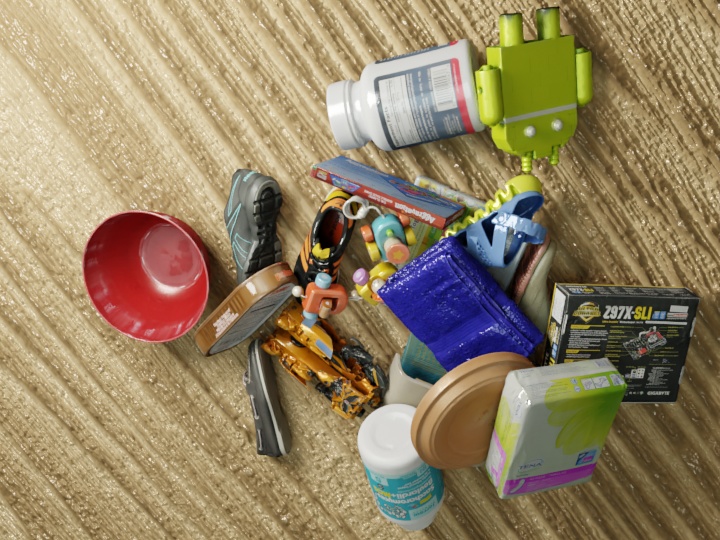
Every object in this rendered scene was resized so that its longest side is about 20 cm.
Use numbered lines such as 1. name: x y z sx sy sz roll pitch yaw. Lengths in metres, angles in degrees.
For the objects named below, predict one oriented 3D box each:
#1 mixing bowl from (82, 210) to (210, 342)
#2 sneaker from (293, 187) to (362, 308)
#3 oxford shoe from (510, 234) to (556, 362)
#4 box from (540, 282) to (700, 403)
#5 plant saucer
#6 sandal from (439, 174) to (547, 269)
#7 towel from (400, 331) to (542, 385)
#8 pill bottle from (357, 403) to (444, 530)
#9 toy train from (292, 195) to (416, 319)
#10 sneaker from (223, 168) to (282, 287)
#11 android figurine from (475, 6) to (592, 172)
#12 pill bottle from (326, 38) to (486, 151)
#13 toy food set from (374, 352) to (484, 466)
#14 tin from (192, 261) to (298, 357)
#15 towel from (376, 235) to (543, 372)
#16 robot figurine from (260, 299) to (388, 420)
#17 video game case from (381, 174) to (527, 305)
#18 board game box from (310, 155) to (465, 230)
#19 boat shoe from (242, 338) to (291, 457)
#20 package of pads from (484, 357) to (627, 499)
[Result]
1. mixing bowl: -0.303 -0.005 1.387 0.196 0.109 0.204 4 108 11
2. sneaker: -0.058 -0.023 1.337 0.069 0.090 0.203 23 112 4
3. oxford shoe: 0.247 0.041 1.308 0.073 0.071 0.203 17 122 2
4. box: 0.354 0.102 1.276 0.196 0.049 0.163 1 109 -11
5. plant saucer: 0.162 0.197 1.252 0.197 0.032 0.203 -15 132 -17
6. sandal: 0.176 -0.037 1.249 0.200 0.079 0.088 -43 52 25
7. towel: 0.155 0.148 1.358 0.197 0.022 0.148 21 138 3
8. pill bottle: 0.066 0.300 1.371 0.109 0.112 0.202 -4 132 13
9. toy train: 0.000 0.000 1.286 0.148 0.056 0.202 9 123 -28
10. sneaker: -0.161 -0.056 1.371 0.079 0.075 0.203 29 123 34
11. android figurine: 0.224 -0.230 1.188 0.179 0.041 0.204 -14 107 -26
12. pill bottle: 0.061 -0.225 1.228 0.196 0.120 0.122 -10 106 16
13. toy food set: 0.126 0.206 1.378 0.197 0.061 0.145 21 138 1
14. tin: -0.168 0.060 1.368 0.200 0.112 0.042 -44 79 32
15. towel: 0.133 0.064 1.255 0.147 0.050 0.200 -36 105 28
16. robot figurine: -0.051 0.144 1.388 0.199 0.058 0.146 40 138 6
17. video game case: 0.130 -0.012 1.337 0.179 0.023 0.203 23 112 4
18. board game box: 0.039 -0.108 1.261 0.197 0.103 0.020 23 112 16
19. boat shoe: -0.158 0.205 1.449 0.056 0.067 0.203 -9 110 10
20. package of pads: 0.252 0.211 1.232 0.152 0.069 0.203 -6 129 -16
